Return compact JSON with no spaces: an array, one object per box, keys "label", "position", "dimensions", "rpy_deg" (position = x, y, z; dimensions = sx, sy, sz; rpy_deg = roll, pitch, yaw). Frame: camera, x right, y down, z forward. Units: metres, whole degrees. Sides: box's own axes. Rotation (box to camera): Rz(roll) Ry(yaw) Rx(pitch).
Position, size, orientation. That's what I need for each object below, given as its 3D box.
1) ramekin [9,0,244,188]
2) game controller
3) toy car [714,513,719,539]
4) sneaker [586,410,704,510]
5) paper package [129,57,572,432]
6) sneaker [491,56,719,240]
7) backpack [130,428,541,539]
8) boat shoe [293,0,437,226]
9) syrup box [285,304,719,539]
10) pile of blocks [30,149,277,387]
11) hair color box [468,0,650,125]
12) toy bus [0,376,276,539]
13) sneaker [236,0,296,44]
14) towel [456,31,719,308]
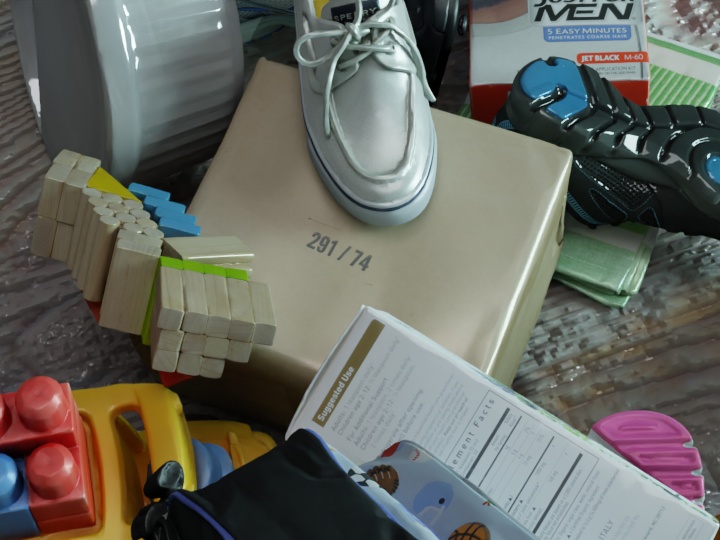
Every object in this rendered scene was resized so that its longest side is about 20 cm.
[{"label":"ramekin","position":[-0.142,-0.146,1.050],"dimensions":[0.094,0.203,0.203],"rpy_deg":[-15,58,-22]},{"label":"game controller","position":[0.049,-0.207,1.135],"dimensions":[0.042,0.105,0.201],"rpy_deg":[2,58,2]},{"label":"toy car","position":[0.251,0.170,0.867],"dimensions":[0.184,0.178,0.200],"rpy_deg":[-28,45,-34]},{"label":"sneaker","position":[0.153,0.177,0.907],"dimensions":[0.081,0.088,0.202],"rpy_deg":[-1,80,9]},{"label":"paper package","position":[0.000,0.000,0.993],"dimensions":[0.199,0.104,0.191],"rpy_deg":[18,65,13]},{"label":"sneaker","position":[0.171,-0.058,1.040],"dimensions":[0.199,0.082,0.073],"rpy_deg":[25,50,-5]},{"label":"backpack","position":[0.009,0.179,0.745],"dimensions":[0.153,0.192,0.200],"rpy_deg":[-17,29,-22]},{"label":"boat shoe","position":[0.000,-0.128,0.953],"dimensions":[0.074,0.086,0.203],"rpy_deg":[-8,66,0]},{"label":"syrup box","position":[0.070,0.102,0.846],"dimensions":[0.199,0.079,0.082],"rpy_deg":[31,90,13]},{"label":"pile of blocks","position":[-0.110,0.006,0.914],"dimensions":[0.082,0.062,0.200],"rpy_deg":[-2,30,-36]},{"label":"hair color box","position":[0.123,-0.175,1.114],"dimensions":[0.110,0.064,0.201],"rpy_deg":[-2,53,5]},{"label":"toy bus","position":[-0.130,0.116,0.879],"dimensions":[0.199,0.192,0.136],"rpy_deg":[-8,56,-7]},{"label":"sneaker","position":[-0.067,-0.194,1.104],"dimensions":[0.199,0.085,0.077],"rpy_deg":[7,67,38]},{"label":"towel","position":[0.135,-0.081,1.106],"dimensions":[0.152,0.023,0.201],"rpy_deg":[21,61,14]}]
